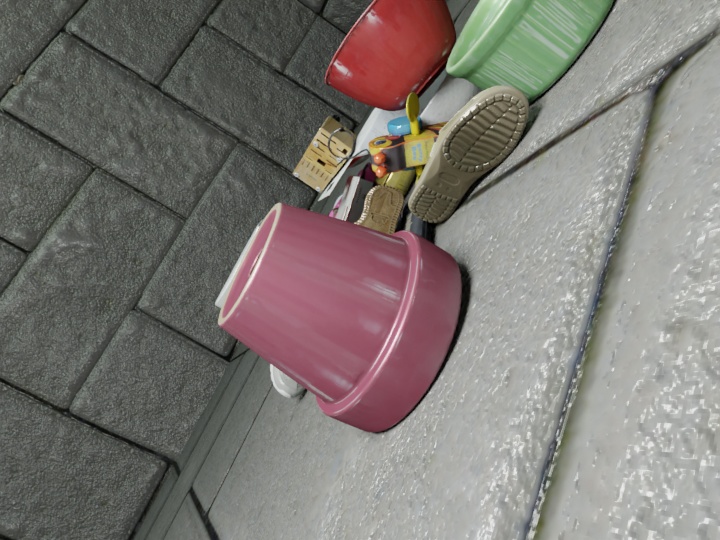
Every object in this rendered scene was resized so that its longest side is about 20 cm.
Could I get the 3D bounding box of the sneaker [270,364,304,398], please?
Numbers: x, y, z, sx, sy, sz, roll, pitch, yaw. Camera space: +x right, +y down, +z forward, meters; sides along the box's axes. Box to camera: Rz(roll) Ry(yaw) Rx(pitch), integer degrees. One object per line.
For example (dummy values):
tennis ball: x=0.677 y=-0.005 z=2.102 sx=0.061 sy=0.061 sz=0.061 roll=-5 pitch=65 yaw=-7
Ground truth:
sneaker: x=-0.087 y=0.112 z=0.931 sx=0.082 sy=0.074 sz=0.202 roll=-32 pitch=33 yaw=53

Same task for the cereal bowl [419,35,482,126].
cereal bowl: x=0.131 y=-0.246 z=0.858 sx=0.201 sy=0.083 sz=0.200 roll=-56 pitch=12 yaw=18

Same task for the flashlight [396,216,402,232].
flashlight: x=0.000 y=0.000 z=0.870 sx=0.068 sy=0.067 sz=0.202 roll=41 pitch=-109 yaw=-57

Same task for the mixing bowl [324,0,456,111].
mixing bowl: x=0.056 y=-0.291 z=0.760 sx=0.200 sy=0.108 sz=0.200 roll=-46 pitch=4 yaw=4

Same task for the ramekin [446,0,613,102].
ramekin: x=0.194 y=-0.288 z=0.641 sx=0.201 sy=0.097 sz=0.200 roll=-56 pitch=11 yaw=17

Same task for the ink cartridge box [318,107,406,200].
ink cartridge box: x=0.006 y=-0.199 z=0.965 sx=0.202 sy=0.057 sz=0.162 roll=-63 pitch=11 yaw=-2

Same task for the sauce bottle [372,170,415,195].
sauce bottle: x=0.053 y=-0.153 z=1.004 sx=0.201 sy=0.065 sz=0.066 roll=-63 pitch=10 yaw=15

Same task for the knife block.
knife block: x=-0.045 y=-0.238 z=1.011 sx=0.177 sy=0.064 sz=0.200 roll=-64 pitch=12 yaw=-25

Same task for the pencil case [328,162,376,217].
pencil case: x=-0.003 y=-0.104 z=1.085 sx=0.094 sy=0.090 sz=0.201 roll=38 pitch=98 yaw=47

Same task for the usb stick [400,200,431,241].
usb stick: x=0.071 y=-0.044 z=0.733 sx=0.056 sy=0.032 sz=0.201 roll=-54 pitch=12 yaw=32

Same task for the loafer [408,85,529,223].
loafer: x=0.118 y=-0.142 z=0.661 sx=0.200 sy=0.075 sz=0.069 roll=-50 pitch=20 yaw=44

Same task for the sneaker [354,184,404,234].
sneaker: x=0.008 y=-0.017 z=0.755 sx=0.201 sy=0.071 sz=0.113 roll=-61 pitch=-13 yaw=-47

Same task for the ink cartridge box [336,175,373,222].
ink cartridge box: x=-0.017 y=-0.076 z=0.946 sx=0.200 sy=0.047 sz=0.162 roll=-123 pitch=51 yaw=-79

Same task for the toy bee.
toy bee: x=0.055 y=-0.150 z=0.743 sx=0.198 sy=0.132 sz=0.109 roll=-25 pitch=25 yaw=20

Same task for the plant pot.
plant pot: x=-0.030 y=0.032 z=0.551 sx=0.201 sy=0.178 sz=0.201 roll=-54 pitch=19 yaw=28

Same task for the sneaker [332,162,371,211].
sneaker: x=-0.008 y=-0.134 z=1.195 sx=0.200 sy=0.080 sz=0.116 roll=-50 pitch=12 yaw=33

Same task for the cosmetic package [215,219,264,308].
cosmetic package: x=-0.146 y=0.027 z=1.084 sx=0.168 sy=0.199 sz=0.166 roll=-59 pitch=11 yaw=4
